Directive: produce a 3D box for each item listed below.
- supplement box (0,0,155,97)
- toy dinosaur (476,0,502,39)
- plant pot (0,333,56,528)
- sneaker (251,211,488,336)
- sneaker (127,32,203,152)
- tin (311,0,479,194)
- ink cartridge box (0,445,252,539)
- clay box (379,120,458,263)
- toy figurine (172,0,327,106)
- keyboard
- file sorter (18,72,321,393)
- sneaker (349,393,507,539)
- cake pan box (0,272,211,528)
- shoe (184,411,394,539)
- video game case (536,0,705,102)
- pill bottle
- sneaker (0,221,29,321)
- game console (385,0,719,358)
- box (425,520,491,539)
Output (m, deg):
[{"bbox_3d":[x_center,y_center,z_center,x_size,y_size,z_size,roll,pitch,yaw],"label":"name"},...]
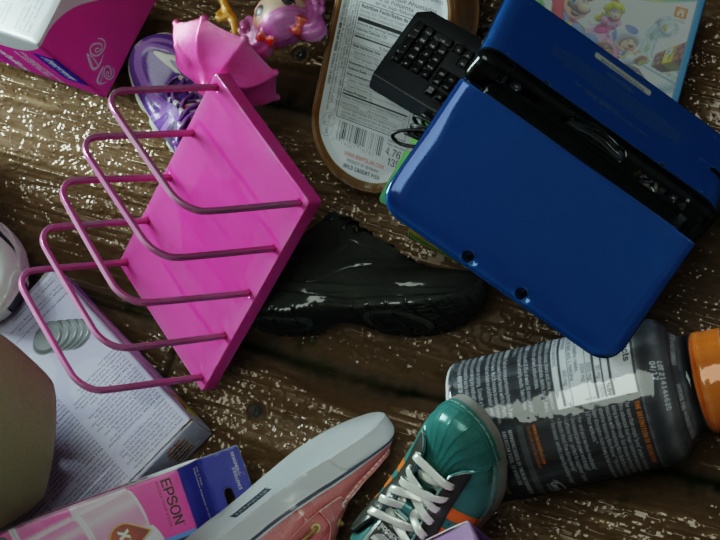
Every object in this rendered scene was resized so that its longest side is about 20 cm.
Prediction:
[{"bbox_3d":[-0.279,-0.227,1.752,0.199,0.101,0.104,19,79,35],"label":"supplement box"},{"bbox_3d":[0.056,-0.192,1.666,0.199,0.102,0.136,35,102,2],"label":"toy dinosaur"},{"bbox_3d":[-0.297,0.120,1.581,0.133,0.200,0.202,7,71,-18],"label":"plant pot"},{"bbox_3d":[0.000,0.000,1.628,0.198,0.076,0.091,1,69,17],"label":"sneaker"},{"bbox_3d":[-0.123,-0.117,1.697,0.080,0.083,0.200,-36,65,3],"label":"sneaker"},{"bbox_3d":[0.025,-0.155,1.636,0.111,0.042,0.201,21,110,23],"label":"tin"},{"bbox_3d":[-0.169,0.208,1.599,0.199,0.037,0.095,-20,90,-2],"label":"ink cartridge box"},{"bbox_3d":[0.124,-0.046,1.585,0.199,0.048,0.115,27,73,10],"label":"clay box"},{"bbox_3d":[-0.081,-0.215,1.668,0.199,0.150,0.185,-16,61,8],"label":"toy figurine"},{"bbox_3d":[0.103,-0.108,1.541,0.199,0.040,0.104,30,71,10],"label":"keyboard"},{"bbox_3d":[-0.150,-0.023,1.590,0.139,0.125,0.201,54,131,29],"label":"file sorter"},{"bbox_3d":[0.041,0.170,1.487,0.080,0.201,0.071,-29,60,-37],"label":"sneaker"},{"bbox_3d":[-0.244,0.131,1.672,0.200,0.052,0.184,-47,64,-2],"label":"cake pan box"},{"bbox_3d":[-0.041,0.193,1.583,0.200,0.071,0.091,-36,104,-20],"label":"shoe"},{"bbox_3d":[0.163,-0.137,1.584,0.142,0.018,0.201,16,69,5],"label":"video game case"},{"bbox_3d":[0.168,0.096,1.524,0.199,0.106,0.107,-13,69,13],"label":"pill bottle"},{"bbox_3d":[-0.339,-0.052,1.698,0.079,0.130,0.200,-31,54,13],"label":"sneaker"},{"bbox_3d":[0.140,-0.069,1.507,0.199,0.171,0.118,35,124,-6],"label":"game console"},{"bbox_3d":[0.091,0.292,1.445,0.096,0.176,0.201,-28,66,7],"label":"box"}]
